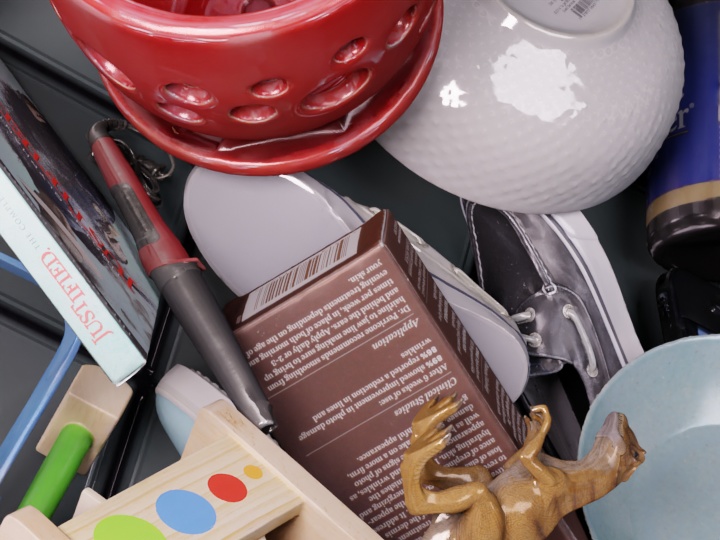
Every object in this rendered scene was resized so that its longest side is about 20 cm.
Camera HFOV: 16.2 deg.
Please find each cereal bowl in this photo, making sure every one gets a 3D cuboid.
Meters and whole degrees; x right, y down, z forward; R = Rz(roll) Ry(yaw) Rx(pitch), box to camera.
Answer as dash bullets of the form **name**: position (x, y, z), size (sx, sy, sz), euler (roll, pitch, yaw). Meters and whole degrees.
- **cereal bowl**: position (0.085, -0.132, 1.333), size (0.199, 0.083, 0.201), euler (13, 50, -15)

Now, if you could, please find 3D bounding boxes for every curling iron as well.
- **curling iron**: position (-0.082, -0.002, 1.199), size (0.049, 0.026, 0.200), euler (12, 36, -43)

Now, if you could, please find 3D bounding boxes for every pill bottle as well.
- **pill bottle**: position (0.218, -0.102, 1.439), size (0.112, 0.112, 0.201), euler (13, 69, -31)

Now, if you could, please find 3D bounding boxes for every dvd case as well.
- **dvd case**: position (-0.141, -0.030, 1.140), size (0.022, 0.200, 0.146), euler (-35, 99, 5)

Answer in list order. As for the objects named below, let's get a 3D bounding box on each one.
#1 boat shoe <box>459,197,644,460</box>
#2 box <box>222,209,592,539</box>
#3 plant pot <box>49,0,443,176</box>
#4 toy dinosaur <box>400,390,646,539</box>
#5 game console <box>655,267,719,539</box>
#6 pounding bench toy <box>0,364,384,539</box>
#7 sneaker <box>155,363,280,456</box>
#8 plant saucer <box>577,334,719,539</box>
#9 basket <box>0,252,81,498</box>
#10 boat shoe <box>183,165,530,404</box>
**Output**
- **boat shoe**: position (0.098, 0.035, 1.347), size (0.068, 0.072, 0.200), euler (-34, 103, -38)
- **box**: position (0.024, 0.081, 1.240), size (0.200, 0.100, 0.075), euler (58, 11, -11)
- **plant pot**: position (-0.052, -0.151, 1.196), size (0.200, 0.183, 0.201), euler (-2, 63, 4)
- **toy dinosaur**: position (0.049, 0.120, 1.168), size (0.200, 0.060, 0.106), euler (-35, 104, -11)
- **game console**: position (0.268, 0.083, 1.378), size (0.176, 0.116, 0.200), euler (26, 43, -35)
- **pounding bench toy**: position (-0.112, 0.141, 1.116), size (0.200, 0.124, 0.156), euler (40, 39, 22)
- **sneaker**: position (-0.051, 0.141, 1.212), size (0.082, 0.074, 0.200), euler (-35, 85, -13)
- **plant saucer**: position (0.202, 0.125, 1.292), size (0.200, 0.039, 0.201), euler (7, 54, -10)
- **basket**: position (-0.224, 0.062, 1.072), size (0.176, 0.139, 0.200), euler (30, 70, -24)
- **boat shoe**: position (0.000, 0.000, 1.291), size (0.200, 0.071, 0.070), euler (30, 17, -5)
